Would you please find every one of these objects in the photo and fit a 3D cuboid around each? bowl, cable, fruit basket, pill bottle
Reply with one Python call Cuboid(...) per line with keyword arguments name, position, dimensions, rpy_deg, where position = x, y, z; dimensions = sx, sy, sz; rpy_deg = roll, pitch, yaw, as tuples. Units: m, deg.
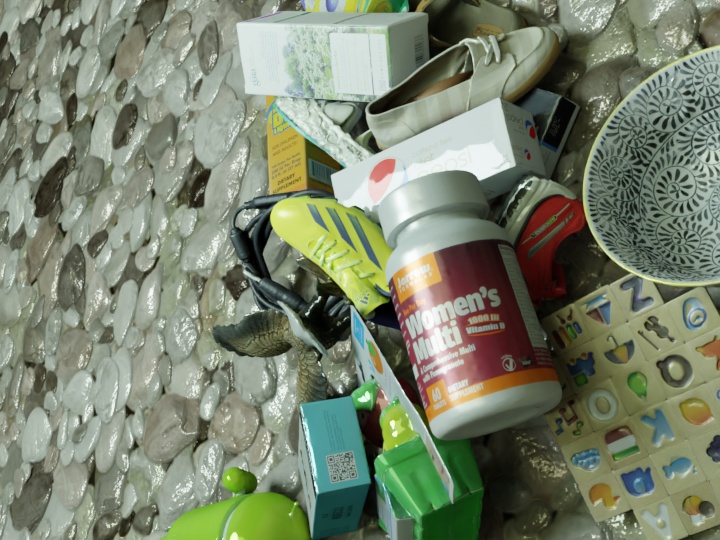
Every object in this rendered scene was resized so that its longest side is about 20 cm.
Cuboid(name="bowl", position=(0.279, -0.061, 0.752), dimensions=(0.200, 0.094, 0.202), rpy_deg=(-21, 53, 30))
Cuboid(name="cable", position=(-0.054, -0.007, 1.076), dimensions=(0.199, 0.051, 0.164), rpy_deg=(-4, 101, 33))
Cuboid(name="fruit basket", position=(0.032, 0.159, 0.902), dimensions=(0.200, 0.093, 0.186), rpy_deg=(52, 159, 34))
Cuboid(name="pill bottle", position=(0.083, 0.027, 0.811), dimensions=(0.109, 0.109, 0.201), rpy_deg=(-30, 67, 35))

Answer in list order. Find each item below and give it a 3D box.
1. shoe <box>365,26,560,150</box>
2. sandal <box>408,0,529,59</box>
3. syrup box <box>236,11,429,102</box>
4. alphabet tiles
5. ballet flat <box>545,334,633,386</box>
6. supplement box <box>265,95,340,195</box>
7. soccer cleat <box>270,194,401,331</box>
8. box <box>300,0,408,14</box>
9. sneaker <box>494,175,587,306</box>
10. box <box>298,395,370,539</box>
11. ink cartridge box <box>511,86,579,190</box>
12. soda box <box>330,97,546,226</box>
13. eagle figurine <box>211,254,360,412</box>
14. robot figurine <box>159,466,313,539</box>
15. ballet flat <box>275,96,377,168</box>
Cuboid(name="shoe", position=(0.095, -0.178, 0.944), dimensions=(0.199, 0.053, 0.070), rpy_deg=(-29, 45, 10))
Cuboid(name="sandal", position=(0.092, -0.258, 1.041), dimensions=(0.200, 0.054, 0.081), rpy_deg=(28, 97, 51))
Cuboid(name="syrup box", position=(-0.030, -0.229, 1.058), dimensions=(0.199, 0.081, 0.079), rpy_deg=(10, 117, 33))
Cuboid(name="alphabet tiles", position=(0.226, 0.108, 0.779), dimensions=(0.166, 0.006, 0.201), rpy_deg=(-32, 76, 29))
Cuboid(name="ballet flat", position=(0.156, 0.089, 0.871), dimensions=(0.199, 0.069, 0.063), rpy_deg=(-16, 58, 32))
Cuboid(name="supplement box", position=(-0.068, -0.154, 1.165), dimensions=(0.066, 0.069, 0.201), rpy_deg=(-22, 61, 37))
Cuboid(name="soccer cleat", position=(0.001, 0.000, 0.923), dimensions=(0.065, 0.199, 0.084), rpy_deg=(-55, 5, 49))
Cuboid(name="box", position=(-0.009, -0.305, 1.137), dimensions=(0.118, 0.048, 0.201), rpy_deg=(-63, 39, 38))
Cuboid(name="sneaker", position=(0.142, 0.015, 0.898), dimensions=(0.077, 0.084, 0.201), rpy_deg=(-64, -2, -62))
Cuboid(name="box", position=(-0.028, 0.191, 0.942), dimensions=(0.200, 0.049, 0.083), rpy_deg=(99, 160, -64))
Cuboid(name="ink cartridge box", position=(0.117, -0.145, 0.996), dimensions=(0.200, 0.039, 0.100), rpy_deg=(27, 98, 47))
Cuboid(name="soda box", position=(0.070, -0.089, 0.941), dimensions=(0.199, 0.063, 0.069), rpy_deg=(-21, 73, 34))
Cuboid(name="eagle figurine", position=(-0.058, 0.079, 1.016), dimensions=(0.200, 0.150, 0.152), rpy_deg=(-50, 33, 27))
Cuboid(name="robot figurine", position=(-0.129, 0.300, 1.051), dimensions=(0.199, 0.115, 0.177), rpy_deg=(-23, 68, 39))
Cuboid(name="ballet flat", position=(-0.005, -0.139, 1.073), dimensions=(0.200, 0.072, 0.072), rpy_deg=(44, 111, 17))
